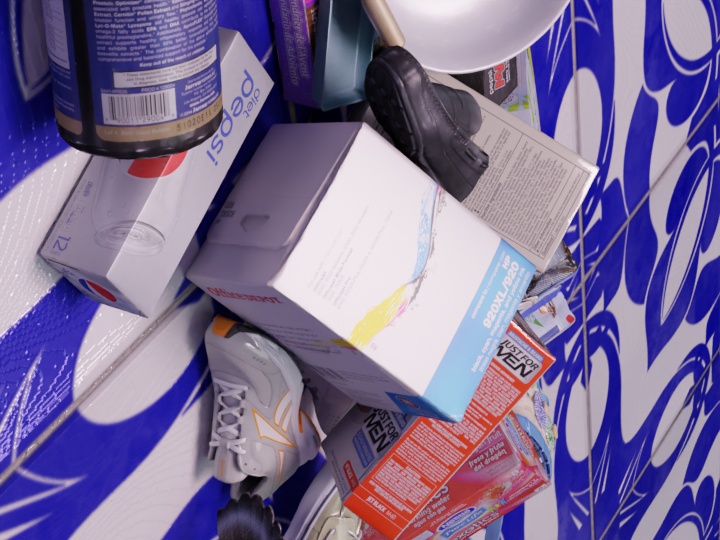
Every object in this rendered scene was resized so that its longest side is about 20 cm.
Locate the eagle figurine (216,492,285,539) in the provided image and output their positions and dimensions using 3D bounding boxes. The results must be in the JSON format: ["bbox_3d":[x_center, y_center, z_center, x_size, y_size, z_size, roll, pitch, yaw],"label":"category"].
[{"bbox_3d":[-0.113,0.300,1.280,0.201,0.151,0.152,-51,125,-25],"label":"eagle figurine"}]

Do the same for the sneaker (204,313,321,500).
[{"bbox_3d":[-0.092,0.122,1.274,0.092,0.075,0.201,-51,144,-26],"label":"sneaker"}]

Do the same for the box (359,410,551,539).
[{"bbox_3d":[0.065,0.204,1.466,0.199,0.096,0.100,-34,152,12],"label":"box"}]

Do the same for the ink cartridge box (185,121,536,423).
[{"bbox_3d":[0.000,0.000,1.204,0.199,0.147,0.146,37,74,-28],"label":"ink cartridge box"}]

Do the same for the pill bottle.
[{"bbox_3d":[-0.145,-0.181,0.975,0.112,0.111,0.202,-37,136,-47],"label":"pill bottle"}]

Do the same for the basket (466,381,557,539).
[{"bbox_3d":[0.127,0.188,1.620,0.177,0.137,0.202,59,44,-55],"label":"basket"}]

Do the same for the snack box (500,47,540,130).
[{"bbox_3d":[0.150,-0.124,1.526,0.143,0.052,0.201,-85,166,-45],"label":"snack box"}]

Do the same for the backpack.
[{"bbox_3d":[0.086,0.028,1.423,0.189,0.200,0.156,-21,84,-35],"label":"backpack"}]

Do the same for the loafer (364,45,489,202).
[{"bbox_3d":[0.054,-0.114,1.171,0.070,0.068,0.201,-40,152,-4],"label":"loafer"}]

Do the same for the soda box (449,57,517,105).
[{"bbox_3d":[0.089,-0.233,1.325,0.071,0.063,0.202,-47,142,-42],"label":"soda box"}]

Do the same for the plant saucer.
[{"bbox_3d":[-0.008,-0.227,1.205,0.070,0.019,0.203,-23,123,-54],"label":"plant saucer"}]

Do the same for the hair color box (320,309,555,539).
[{"bbox_3d":[0.059,0.109,1.280,0.064,0.111,0.200,39,98,-21],"label":"hair color box"}]

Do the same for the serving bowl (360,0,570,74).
[{"bbox_3d":[0.078,-0.258,1.203,0.198,0.066,0.202,-13,125,-19],"label":"serving bowl"}]

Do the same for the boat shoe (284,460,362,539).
[{"bbox_3d":[-0.031,0.241,1.412,0.202,0.062,0.072,-61,166,6],"label":"boat shoe"}]

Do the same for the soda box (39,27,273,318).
[{"bbox_3d":[-0.139,-0.074,1.091,0.202,0.063,0.068,-63,149,-17],"label":"soda box"}]

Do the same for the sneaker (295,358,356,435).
[{"bbox_3d":[-0.040,0.065,1.354,0.087,0.074,0.202,-28,128,-30],"label":"sneaker"}]

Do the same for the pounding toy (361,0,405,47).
[{"bbox_3d":[-0.045,-0.276,1.067,0.183,0.141,0.203,6,100,-60],"label":"pounding toy"}]

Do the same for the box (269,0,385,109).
[{"bbox_3d":[-0.002,-0.241,1.267,0.200,0.039,0.138,-47,141,-39],"label":"box"}]

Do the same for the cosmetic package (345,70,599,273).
[{"bbox_3d":[0.085,-0.092,1.301,0.104,0.199,0.073,-60,-168,-1],"label":"cosmetic package"}]
